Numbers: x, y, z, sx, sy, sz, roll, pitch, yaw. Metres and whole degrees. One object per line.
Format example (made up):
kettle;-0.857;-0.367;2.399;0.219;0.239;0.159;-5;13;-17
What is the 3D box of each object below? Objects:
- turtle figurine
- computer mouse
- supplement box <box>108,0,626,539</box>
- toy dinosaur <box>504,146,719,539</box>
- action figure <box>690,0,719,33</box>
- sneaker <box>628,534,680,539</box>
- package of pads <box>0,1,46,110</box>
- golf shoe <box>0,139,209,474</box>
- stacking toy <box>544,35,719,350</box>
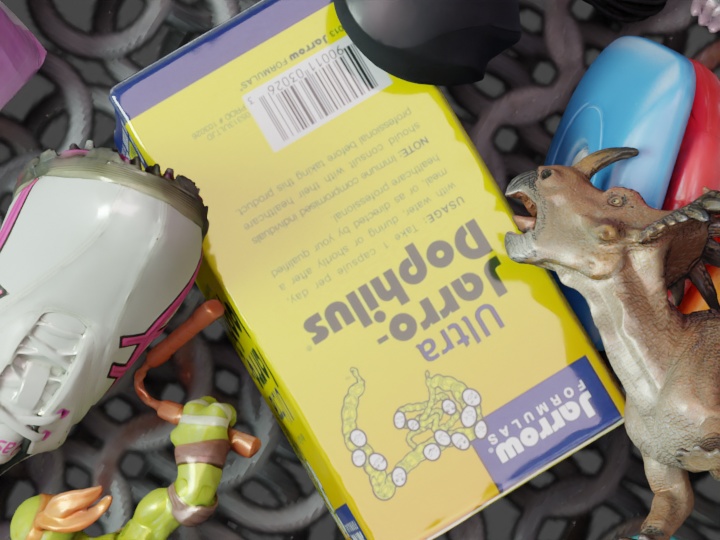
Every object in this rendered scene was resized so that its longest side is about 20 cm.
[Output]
turtle figurine;-0.067;0.122;1.051;0.161;0.064;0.200;36;106;-8
computer mouse;0.062;-0.108;1.064;0.200;0.034;0.059;-17;76;-50
supplement box;0.000;0.000;1.070;0.109;0.109;0.201;-31;86;-7
toy dinosaur;0.143;0.041;1.004;0.200;0.086;0.136;33;55;-29
action figure;0.172;-0.192;1.115;0.200;0.134;0.149;42;56;-12
sneaker;0.057;0.160;1.027;0.077;0.080;0.200;40;47;8
package of pads;-0.219;-0.054;1.056;0.200;0.121;0.076;-47;58;-7
golf shoe;-0.109;0.026;1.012;0.072;0.200;0.093;20;59;-16
stacking toy;0.173;-0.011;1.095;0.199;0.110;0.117;14;97;-13
